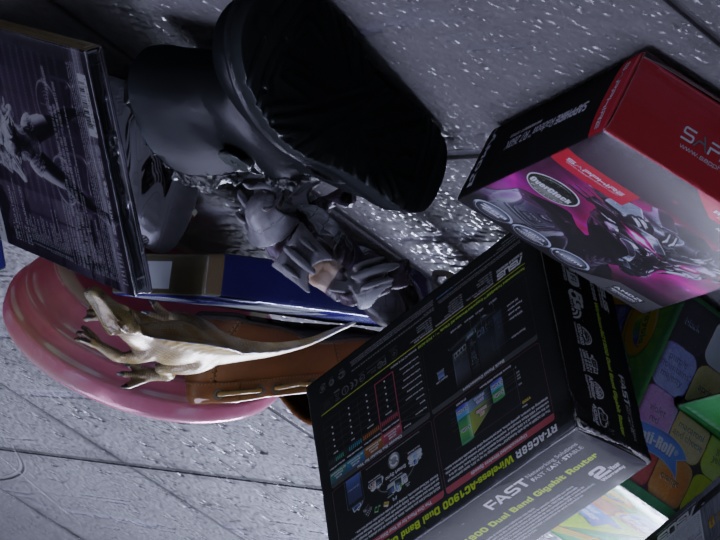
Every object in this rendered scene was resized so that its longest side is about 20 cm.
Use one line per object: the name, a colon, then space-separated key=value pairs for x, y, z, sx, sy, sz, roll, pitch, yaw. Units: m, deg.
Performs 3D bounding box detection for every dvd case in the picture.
dvd case: x=-0.186 y=-0.073 z=1.691 sx=0.200 sy=0.016 sz=0.149 roll=19 pitch=124 yaw=57

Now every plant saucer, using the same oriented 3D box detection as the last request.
plant saucer: x=-0.142 y=0.031 z=1.940 sx=0.200 sy=0.051 sz=0.201 roll=15 pitch=-156 yaw=-7

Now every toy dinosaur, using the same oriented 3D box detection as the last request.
toy dinosaur: x=-0.105 y=0.047 z=1.769 sx=0.200 sy=0.058 sz=0.101 roll=9 pitch=174 yaw=-42

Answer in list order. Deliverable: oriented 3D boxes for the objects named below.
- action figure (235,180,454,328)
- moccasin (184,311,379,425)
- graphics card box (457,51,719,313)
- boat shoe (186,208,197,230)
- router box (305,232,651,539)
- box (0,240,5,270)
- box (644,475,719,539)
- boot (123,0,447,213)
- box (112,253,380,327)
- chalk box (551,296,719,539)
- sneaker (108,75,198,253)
action figure: x=0.000 y=0.000 z=1.697 sx=0.200 sy=0.069 sz=0.130 roll=37 pitch=-164 yaw=-35
moccasin: x=-0.029 y=0.073 z=1.886 sx=0.201 sy=0.078 sz=0.074 roll=8 pitch=176 yaw=-42
graphics card box: x=0.142 y=-0.040 z=1.431 sx=0.125 sy=0.051 sz=0.200 roll=31 pitch=164 yaw=-13
boat shoe: x=-0.198 y=-0.045 z=1.928 sx=0.200 sy=0.063 sz=0.071 roll=14 pitch=158 yaw=34
router box: x=0.062 y=0.086 z=1.606 sx=0.062 sy=0.150 sz=0.200 roll=26 pitch=130 yaw=-35
box: x=-0.288 y=-0.051 z=1.775 sx=0.048 sy=0.122 sz=0.200 roll=14 pitch=122 yaw=37
box: x=0.280 y=0.144 z=1.567 sx=0.158 sy=0.048 sz=0.200 roll=35 pitch=119 yaw=-22
boot: x=-0.068 y=-0.094 z=1.541 sx=0.168 sy=0.076 sz=0.200 roll=10 pitch=163 yaw=36
box: x=-0.044 y=0.014 z=1.833 sx=0.200 sy=0.032 sz=0.121 roll=9 pitch=175 yaw=-33
chalk box: x=0.170 y=0.091 z=1.656 sx=0.125 sy=0.124 sz=0.200 roll=36 pitch=162 yaw=-29
sneaker: x=-0.177 y=-0.075 z=1.773 sx=0.115 sy=0.075 sz=0.200 roll=19 pitch=166 yaw=16
